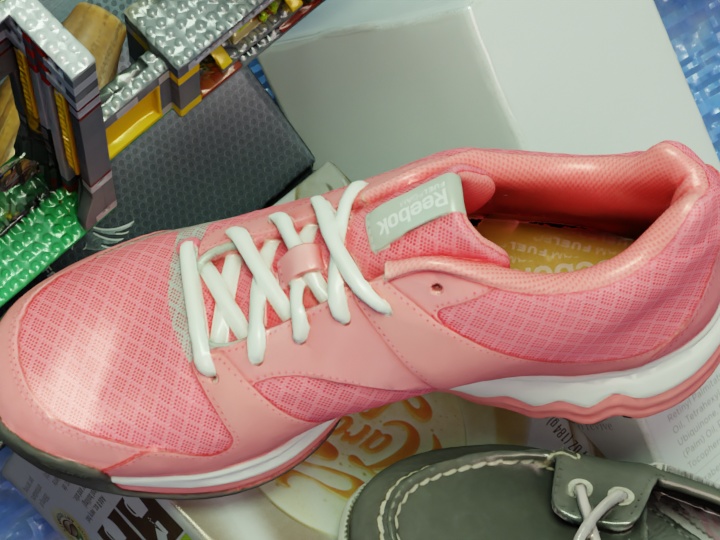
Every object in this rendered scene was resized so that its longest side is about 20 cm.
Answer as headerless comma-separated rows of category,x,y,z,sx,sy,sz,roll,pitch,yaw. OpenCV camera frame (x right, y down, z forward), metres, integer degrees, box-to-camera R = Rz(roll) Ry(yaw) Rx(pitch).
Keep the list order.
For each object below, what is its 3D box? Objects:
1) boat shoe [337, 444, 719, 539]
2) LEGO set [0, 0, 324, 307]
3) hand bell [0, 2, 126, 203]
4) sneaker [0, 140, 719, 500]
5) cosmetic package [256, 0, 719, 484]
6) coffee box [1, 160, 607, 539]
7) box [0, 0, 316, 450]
boat shoe,0.094,0.083,0.667,0.199,0.057,0.067,18,58,-15
LEGO set,-0.089,-0.085,0.613,0.199,0.116,0.154,-33,76,-12
hand bell,-0.113,0.018,0.675,0.104,0.104,0.201,33,74,-20
sneaker,0.000,0.000,0.636,0.199,0.087,0.074,-10,63,-6
cosmetic package,0.059,0.003,0.756,0.071,0.101,0.201,-35,109,-34
coffee box,0.011,0.086,0.713,0.200,0.080,0.114,48,59,5
box,-0.131,-0.057,0.717,0.158,0.051,0.200,-40,108,-11
